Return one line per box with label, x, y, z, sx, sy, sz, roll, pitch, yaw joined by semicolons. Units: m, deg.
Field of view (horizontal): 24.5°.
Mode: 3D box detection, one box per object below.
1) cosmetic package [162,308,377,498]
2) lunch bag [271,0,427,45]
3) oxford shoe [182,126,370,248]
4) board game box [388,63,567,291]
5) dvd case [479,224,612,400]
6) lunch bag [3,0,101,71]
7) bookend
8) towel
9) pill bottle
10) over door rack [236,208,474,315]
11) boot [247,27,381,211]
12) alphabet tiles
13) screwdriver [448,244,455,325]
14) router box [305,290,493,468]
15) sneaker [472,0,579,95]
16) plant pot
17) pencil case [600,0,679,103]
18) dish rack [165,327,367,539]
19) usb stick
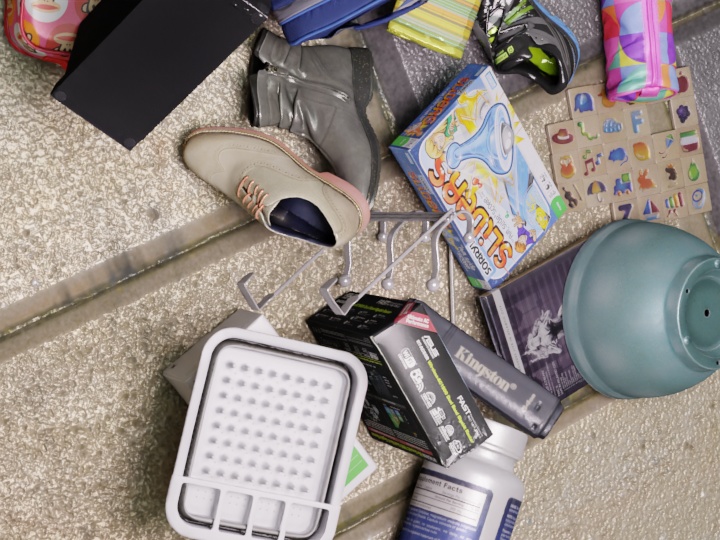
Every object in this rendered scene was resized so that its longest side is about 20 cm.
cosmetic package;-0.090;0.148;1.647;0.108;0.085;0.200;-42;107;-14
lunch bag;0.003;-0.304;1.612;0.133;0.199;0.136;63;27;-9
oxford shoe;-0.090;-0.081;1.606;0.199;0.074;0.071;23;120;12
board game box;0.126;-0.096;1.736;0.135;0.034;0.200;-47;124;-20
dvd case;0.223;0.056;1.802;0.200;0.016;0.149;-28;107;-32
lunch bag;-0.234;-0.257;1.575;0.199;0.082;0.177;5;89;-25
bookend;-0.171;-0.248;1.502;0.092;0.200;0.199;35;34;-25
towel;0.096;-0.322;1.698;0.086;0.018;0.201;21;84;-15
pill bottle;0.105;0.254;1.722;0.111;0.111;0.201;22;82;-23
over door rack;0.000;0.000;1.630;0.200;0.147;0.067;-30;110;-36
boot;-0.053;-0.141;1.660;0.130;0.068;0.201;4;69;-21
alphabet tiles;0.300;-0.131;1.862;0.199;0.008;0.168;-13;96;-23
screwdriver;0.092;-0.020;1.763;0.029;0.028;0.201;2;96;-8
router box;0.035;0.103;1.637;0.062;0.200;0.150;-32;104;-16
sneaker;0.153;-0.257;1.747;0.199;0.071;0.083;34;45;-23
plant pot;0.336;0.044;1.792;0.200;0.134;0.201;0;91;-36
pencil case;0.302;-0.284;1.815;0.088;0.088;0.201;-5;91;-24
dish rack;-0.092;0.162;1.579;0.171;0.044;0.201;14;89;-20
usb stick;0.120;0.102;1.729;0.200;0.033;0.056;35;61;3
